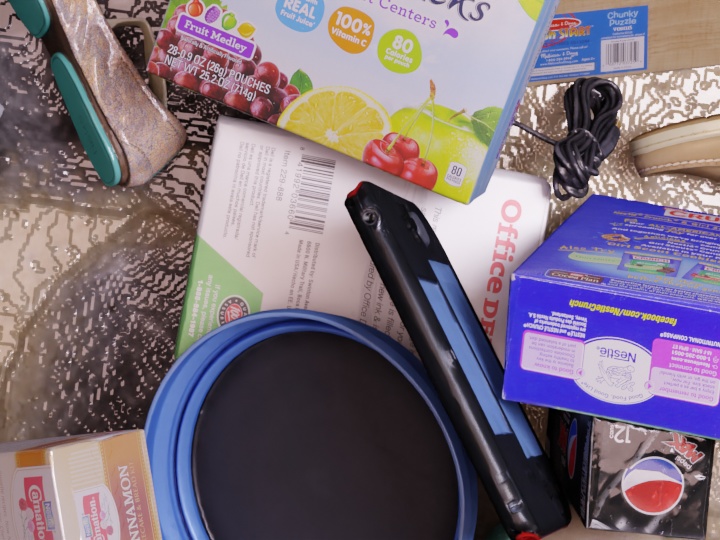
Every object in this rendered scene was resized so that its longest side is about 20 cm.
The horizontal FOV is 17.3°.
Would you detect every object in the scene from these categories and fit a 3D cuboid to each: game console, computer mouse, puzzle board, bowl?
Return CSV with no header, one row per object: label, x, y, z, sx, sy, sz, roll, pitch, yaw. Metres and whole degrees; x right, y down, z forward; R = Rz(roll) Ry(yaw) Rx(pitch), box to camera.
game console,0.055,0.050,1.251,0.031,0.177,0.201,-27,82,4
computer mouse,0.059,-0.114,1.377,0.199,0.110,0.044,24,128,9
puzzle board,0.183,-0.187,1.394,0.198,0.017,0.152,-7,126,-2
bowl,-0.027,0.118,1.290,0.199,0.039,0.202,5,102,25

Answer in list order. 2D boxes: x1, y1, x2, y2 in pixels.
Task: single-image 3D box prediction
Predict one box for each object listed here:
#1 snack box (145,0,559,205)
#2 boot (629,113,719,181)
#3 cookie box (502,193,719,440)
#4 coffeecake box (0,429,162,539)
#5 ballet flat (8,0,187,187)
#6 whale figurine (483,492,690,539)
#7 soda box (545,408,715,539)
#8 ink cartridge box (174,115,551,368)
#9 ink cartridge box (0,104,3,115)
snack box,0.004,-0.153,1.305,0.199,0.068,0.170,23,103,8
boot,0.261,-0.017,1.410,0.198,0.073,0.157,-1,92,-6
cookie box,0.183,0.025,1.297,0.170,0.200,0.076,10,107,16
coffeecake box,-0.199,0.176,1.326,0.073,0.199,0.155,-10,91,-48
ballet flat,-0.163,-0.147,1.396,0.067,0.068,0.201,-29,98,-22
whale figurine,0.144,0.215,1.404,0.159,0.104,0.200,-47,117,-1
soda box,0.150,0.098,1.337,0.070,0.200,0.064,5,97,-2
ink cartridge box,0.000,0.000,1.387,0.198,0.084,0.147,11,90,-3
ink cartridge box,-0.272,-0.054,1.317,0.084,0.200,0.145,30,89,-7
